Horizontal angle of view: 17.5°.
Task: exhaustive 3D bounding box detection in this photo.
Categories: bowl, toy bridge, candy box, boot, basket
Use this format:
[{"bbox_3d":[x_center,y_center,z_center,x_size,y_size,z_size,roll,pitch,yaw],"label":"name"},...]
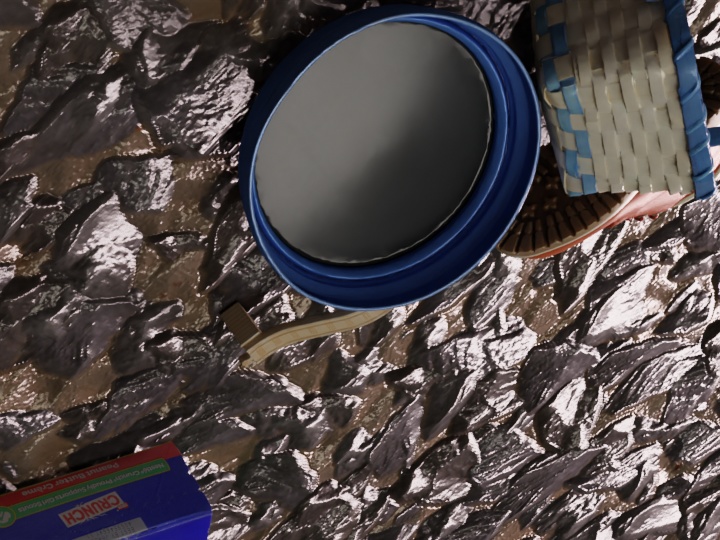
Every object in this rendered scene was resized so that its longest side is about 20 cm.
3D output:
[{"bbox_3d":[0.016,-0.072,1.458,0.201,0.039,0.201,-12,120,-22],"label":"bowl"},{"bbox_3d":[0.000,0.000,1.549,0.200,0.067,0.027,-38,145,-1],"label":"toy bridge"},{"bbox_3d":[-0.200,0.230,1.623,0.169,0.077,0.200,-15,140,-28],"label":"candy box"},{"bbox_3d":[0.179,-0.056,1.644,0.200,0.075,0.107,-33,150,-9],"label":"boot"},{"bbox_3d":[0.213,-0.134,1.504,0.200,0.139,0.176,-6,144,7],"label":"basket"}]
